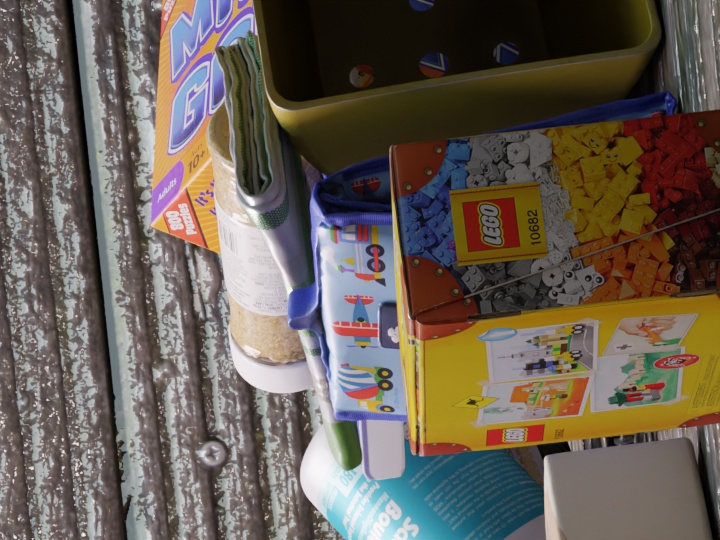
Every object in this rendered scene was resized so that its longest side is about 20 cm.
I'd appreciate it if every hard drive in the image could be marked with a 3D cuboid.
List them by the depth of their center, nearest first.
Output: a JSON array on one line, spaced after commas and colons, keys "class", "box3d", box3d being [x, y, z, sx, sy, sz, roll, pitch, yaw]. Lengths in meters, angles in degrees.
[{"class": "hard drive", "box3d": [0.000, 0.000, 1.542, 0.132, 0.025, 0.201, 87, 176, -53]}]

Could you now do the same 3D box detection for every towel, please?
[{"class": "towel", "box3d": [-0.038, -0.009, 1.436, 0.150, 0.030, 0.201, -97, -6, -49]}]

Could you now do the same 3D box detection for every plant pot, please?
[{"class": "plant pot", "box3d": [0.040, -0.150, 1.441, 0.177, 0.199, 0.201, 84, 176, -67]}]

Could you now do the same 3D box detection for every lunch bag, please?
[{"class": "lunch bag", "box3d": [0.062, 0.004, 1.328, 0.151, 0.199, 0.094, 84, 180, -48]}]

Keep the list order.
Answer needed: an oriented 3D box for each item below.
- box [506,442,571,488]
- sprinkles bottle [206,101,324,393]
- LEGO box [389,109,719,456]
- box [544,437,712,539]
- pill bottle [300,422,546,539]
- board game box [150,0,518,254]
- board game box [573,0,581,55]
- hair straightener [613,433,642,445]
[{"class": "box", "box3d": [0.105, 0.119, 1.771, 0.158, 0.048, 0.201, 37, -149, -72]}, {"class": "sprinkles bottle", "box3d": [-0.050, -0.014, 1.585, 0.201, 0.068, 0.069, 86, 178, -48]}, {"class": "LEGO box", "box3d": [0.090, 0.010, 1.148, 0.200, 0.148, 0.078, 87, 177, -70]}, {"class": "box", "box3d": [0.141, 0.190, 1.320, 0.095, 0.077, 0.201, 83, 180, -47]}, {"class": "pill bottle", "box3d": [0.063, 0.161, 1.636, 0.200, 0.111, 0.111, 45, 160, 25]}, {"class": "board game box", "box3d": [0.002, -0.124, 1.715, 0.200, 0.199, 0.201, -44, 35, 42]}, {"class": "board game box", "box3d": [0.127, -0.192, 1.556, 0.135, 0.029, 0.201, 94, 170, -82]}, {"class": "hair straightener", "box3d": [0.150, 0.133, 1.584, 0.200, 0.041, 0.078, 61, -157, -77]}]
